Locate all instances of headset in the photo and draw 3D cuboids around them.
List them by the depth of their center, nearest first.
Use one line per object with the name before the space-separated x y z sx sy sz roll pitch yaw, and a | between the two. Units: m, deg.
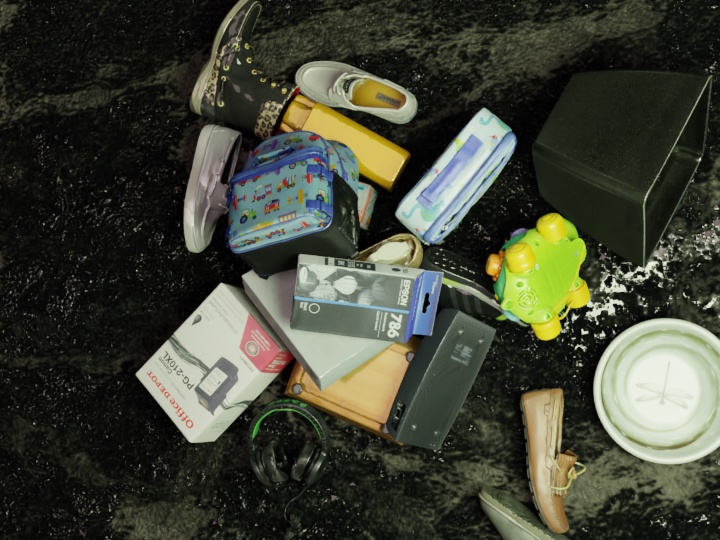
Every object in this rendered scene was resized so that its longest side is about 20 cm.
headset | -0.107 0.295 1.353 0.123 0.094 0.202 -1 104 12

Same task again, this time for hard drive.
hard drive | 0.114 0.155 1.301 0.042 0.135 0.201 26 91 38

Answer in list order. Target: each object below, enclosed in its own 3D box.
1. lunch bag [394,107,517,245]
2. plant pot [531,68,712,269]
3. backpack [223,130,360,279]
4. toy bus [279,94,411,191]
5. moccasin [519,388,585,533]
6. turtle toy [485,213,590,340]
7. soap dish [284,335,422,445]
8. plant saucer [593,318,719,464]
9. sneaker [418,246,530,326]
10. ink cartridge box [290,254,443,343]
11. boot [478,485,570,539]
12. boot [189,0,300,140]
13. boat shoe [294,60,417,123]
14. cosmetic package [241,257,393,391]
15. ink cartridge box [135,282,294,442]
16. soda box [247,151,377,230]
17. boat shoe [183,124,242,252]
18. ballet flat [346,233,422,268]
lunch bag | 0.137 -0.129 1.287 0.082 0.161 0.200 40 94 7
plant pot | 0.343 -0.155 1.222 0.177 0.200 0.200 25 75 25
backpack | -0.093 -0.111 1.254 0.181 0.135 0.201 -12 60 23
toy bus | -0.025 -0.193 1.361 0.199 0.078 0.065 30 93 5
moccasin | 0.278 0.270 1.295 0.077 0.074 0.203 -8 77 19
turtle toy | 0.248 -0.006 1.260 0.101 0.200 0.146 3 126 49
soap dish | -0.003 0.150 1.345 0.199 0.081 0.158 21 92 12
plant saucer | 0.428 0.167 1.276 0.199 0.050 0.202 0 88 11
sneaker | 0.161 0.036 1.338 0.199 0.072 0.083 28 128 6
ink cartridge box | 0.009 0.040 1.216 0.198 0.039 0.100 6 111 -5
boot | 0.197 0.439 1.309 0.181 0.073 0.201 37 102 12
boot | -0.161 -0.306 1.397 0.150 0.073 0.201 28 93 11
boat shoe | -0.012 -0.274 1.368 0.199 0.070 0.071 22 91 13
cosmetic package | -0.053 0.050 1.298 0.150 0.052 0.200 -32 64 -17
ink cartridge box | -0.219 0.142 1.381 0.200 0.084 0.145 -46 73 6
soda box | -0.078 -0.121 1.377 0.199 0.068 0.064 17 89 11
boat shoe | -0.225 -0.125 1.412 0.068 0.072 0.201 9 81 11
ballet flat | 0.000 0.000 1.262 0.199 0.065 0.071 -30 71 -17
